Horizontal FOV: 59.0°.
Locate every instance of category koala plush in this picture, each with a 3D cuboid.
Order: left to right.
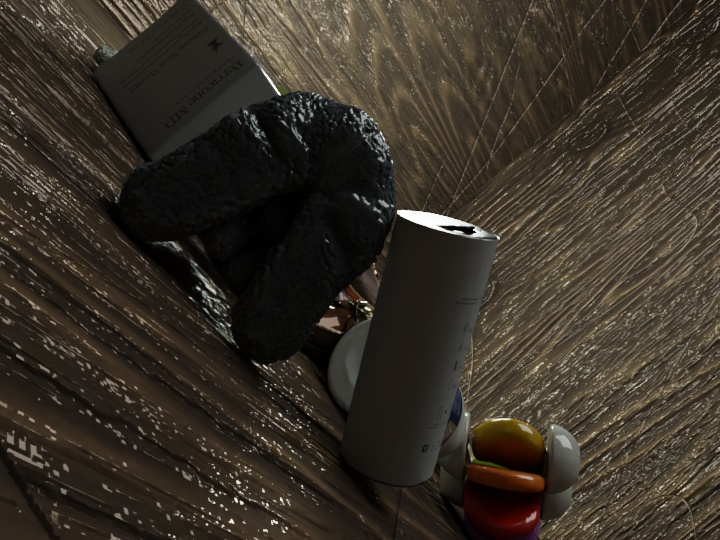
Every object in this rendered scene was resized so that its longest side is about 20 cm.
[{"bbox_3d":[-0.071,-0.055,0.534,0.178,0.183,0.200,50,-5,-13],"label":"koala plush"}]

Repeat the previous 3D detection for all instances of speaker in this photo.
[{"bbox_3d":[0.044,0.058,0.492,0.080,0.202,0.081,12,14,-3],"label":"speaker"}]

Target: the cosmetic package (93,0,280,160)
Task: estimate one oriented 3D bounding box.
[{"bbox_3d":[-0.199,-0.205,0.821,0.200,0.167,0.166,49,-1,32],"label":"cosmetic package"}]

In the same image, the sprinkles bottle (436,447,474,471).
[{"bbox_3d":[0.110,0.251,1.030,0.200,0.068,0.068,51,0,10],"label":"sprinkles bottle"}]

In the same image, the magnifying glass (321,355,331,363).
[{"bbox_3d":[-0.043,0.100,0.809,0.200,0.022,0.080,50,0,-36],"label":"magnifying glass"}]

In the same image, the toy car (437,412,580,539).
[{"bbox_3d":[0.183,0.282,0.811,0.201,0.173,0.151,79,20,-47],"label":"toy car"}]

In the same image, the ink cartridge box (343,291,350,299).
[{"bbox_3d":[-0.028,0.082,0.950,0.200,0.068,0.116,51,0,-26],"label":"ink cartridge box"}]

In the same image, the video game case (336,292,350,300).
[{"bbox_3d":[0.030,0.132,0.857,0.200,0.017,0.144,42,29,-41],"label":"video game case"}]

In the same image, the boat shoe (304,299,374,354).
[{"bbox_3d":[-0.012,0.061,0.743,0.199,0.068,0.072,26,36,-43],"label":"boat shoe"}]

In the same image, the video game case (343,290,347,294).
[{"bbox_3d":[-0.079,-0.024,0.993,0.182,0.022,0.199,48,-23,-26],"label":"video game case"}]

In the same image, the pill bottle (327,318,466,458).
[{"bbox_3d":[0.053,0.144,0.721,0.111,0.111,0.200,50,0,41],"label":"pill bottle"}]

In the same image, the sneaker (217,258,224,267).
[{"bbox_3d":[-0.116,-0.040,0.669,0.200,0.082,0.078,52,0,33],"label":"sneaker"}]

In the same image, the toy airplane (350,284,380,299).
[{"bbox_3d":[-0.007,0.057,1.144,0.200,0.140,0.200,50,-44,24],"label":"toy airplane"}]

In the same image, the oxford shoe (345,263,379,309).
[{"bbox_3d":[0.000,0.000,0.878,0.200,0.073,0.071,44,-2,-23],"label":"oxford shoe"}]

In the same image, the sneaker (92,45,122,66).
[{"bbox_3d":[-0.343,-0.299,0.937,0.089,0.077,0.200,41,0,-18],"label":"sneaker"}]

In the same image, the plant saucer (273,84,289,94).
[{"bbox_3d":[-0.173,-0.187,0.938,0.200,0.200,0.031,50,16,32],"label":"plant saucer"}]
